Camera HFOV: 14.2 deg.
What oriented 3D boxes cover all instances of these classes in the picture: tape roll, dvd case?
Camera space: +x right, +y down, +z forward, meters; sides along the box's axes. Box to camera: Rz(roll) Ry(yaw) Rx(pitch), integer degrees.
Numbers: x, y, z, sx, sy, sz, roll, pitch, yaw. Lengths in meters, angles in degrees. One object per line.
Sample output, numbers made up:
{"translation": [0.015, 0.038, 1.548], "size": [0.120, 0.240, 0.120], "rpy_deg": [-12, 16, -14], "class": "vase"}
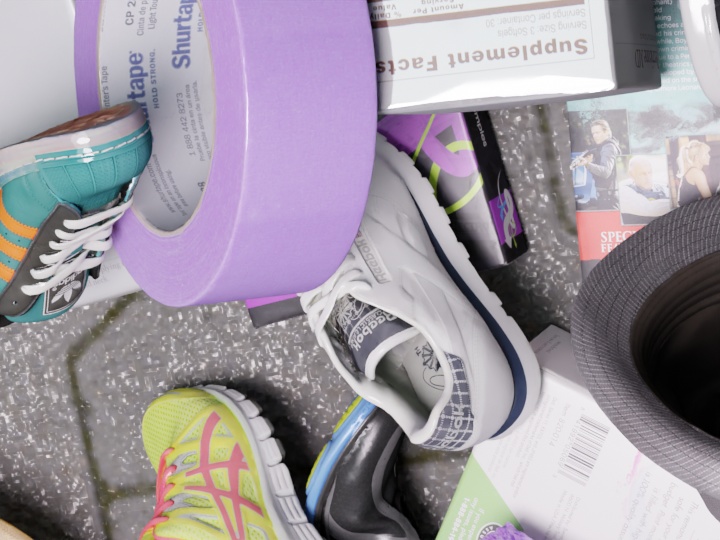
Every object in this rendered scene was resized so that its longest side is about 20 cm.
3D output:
{"translation": [-0.065, -0.086, 1.310], "size": [0.200, 0.065, 0.201], "rpy_deg": [25, 118, 59], "class": "tape roll"}
{"translation": [0.166, -0.068, 1.346], "size": [0.145, 0.022, 0.201], "rpy_deg": [-2, 104, 22], "class": "dvd case"}

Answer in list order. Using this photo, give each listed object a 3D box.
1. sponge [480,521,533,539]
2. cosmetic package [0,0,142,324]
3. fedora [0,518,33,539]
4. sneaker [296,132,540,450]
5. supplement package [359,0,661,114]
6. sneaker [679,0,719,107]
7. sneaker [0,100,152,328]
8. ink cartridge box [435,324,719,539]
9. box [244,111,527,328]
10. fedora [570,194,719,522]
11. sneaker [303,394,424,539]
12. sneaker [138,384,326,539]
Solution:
{"translation": [0.124, 0.212, 1.334], "size": [0.200, 0.030, 0.112], "rpy_deg": [35, 137, 26], "class": "sponge"}
{"translation": [-0.153, -0.083, 1.444], "size": [0.101, 0.074, 0.201], "rpy_deg": [-14, 96, 25], "class": "cosmetic package"}
{"translation": [-0.207, 0.197, 1.531], "size": [0.199, 0.082, 0.202], "rpy_deg": [5, 107, 15], "class": "fedora"}
{"translation": [0.000, 0.000, 1.348], "size": [0.200, 0.080, 0.077], "rpy_deg": [48, 123, 21], "class": "sneaker"}
{"translation": [0.060, -0.173, 1.288], "size": [0.117, 0.117, 0.201], "rpy_deg": [-5, 93, 16], "class": "supplement package"}
{"translation": [0.199, -0.173, 1.259], "size": [0.111, 0.073, 0.201], "rpy_deg": [-1, 89, 22], "class": "sneaker"}
{"translation": [-0.140, -0.022, 1.340], "size": [0.200, 0.071, 0.080], "rpy_deg": [-21, 91, 61], "class": "sneaker"}
{"translation": [0.148, 0.125, 1.376], "size": [0.199, 0.067, 0.118], "rpy_deg": [27, 111, 14], "class": "ink cartridge box"}
{"translation": [-0.015, -0.084, 1.407], "size": [0.142, 0.036, 0.201], "rpy_deg": [-15, 96, 24], "class": "box"}
{"translation": [0.193, 0.060, 1.282], "size": [0.200, 0.177, 0.091], "rpy_deg": [29, 143, 36], "class": "fedora"}
{"translation": [0.015, 0.146, 1.439], "size": [0.082, 0.071, 0.201], "rpy_deg": [7, 112, 17], "class": "sneaker"}
{"translation": [-0.077, 0.125, 1.413], "size": [0.200, 0.090, 0.079], "rpy_deg": [-126, 34, -49], "class": "sneaker"}
